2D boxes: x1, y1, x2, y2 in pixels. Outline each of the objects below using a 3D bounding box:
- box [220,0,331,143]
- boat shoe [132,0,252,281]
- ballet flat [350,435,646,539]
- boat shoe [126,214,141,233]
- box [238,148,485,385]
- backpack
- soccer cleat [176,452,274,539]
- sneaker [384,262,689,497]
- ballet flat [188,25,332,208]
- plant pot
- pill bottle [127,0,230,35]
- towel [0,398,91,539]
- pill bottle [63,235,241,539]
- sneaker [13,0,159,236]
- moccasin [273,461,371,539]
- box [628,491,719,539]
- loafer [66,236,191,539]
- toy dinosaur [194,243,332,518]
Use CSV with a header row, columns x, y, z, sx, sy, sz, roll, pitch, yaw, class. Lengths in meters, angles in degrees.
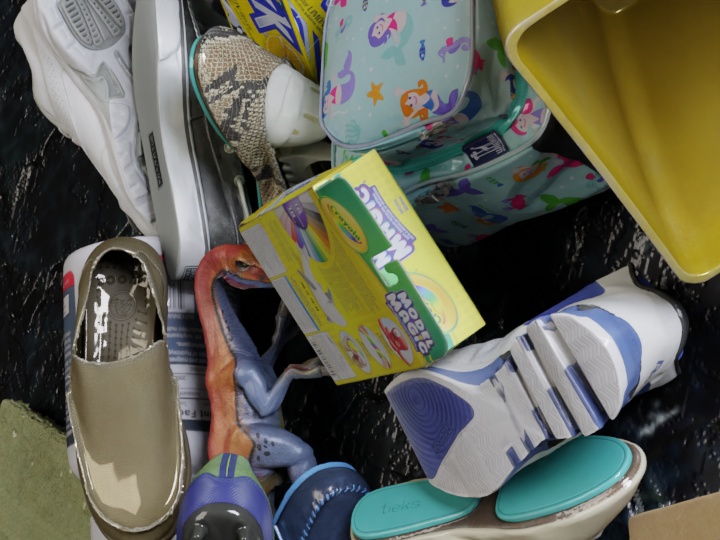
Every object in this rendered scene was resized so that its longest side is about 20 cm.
x,y,z,sx,sy,sz,roll,pitch,yaw,class
-0.043,-0.175,1.366,0.070,0.201,0.064,22,56,40,box
-0.105,-0.095,1.437,0.071,0.063,0.201,167,95,-70,boat shoe
0.086,0.139,1.259,0.199,0.069,0.070,-13,73,37,ballet flat
-0.148,-0.122,1.567,0.071,0.072,0.201,-9,78,43,boat shoe
0.000,0.000,1.254,0.118,0.048,0.200,58,165,-4,box
0.060,-0.111,1.277,0.200,0.150,0.179,-29,51,51,backpack
-0.081,0.199,1.341,0.084,0.064,0.201,-85,1,-55,soccer cleat
0.112,0.057,1.213,0.199,0.115,0.081,-28,86,53,sneaker
-0.041,-0.077,1.373,0.075,0.200,0.068,7,57,21,ballet flat
0.173,-0.154,1.095,0.199,0.200,0.177,-34,40,12,plant pot
-0.067,-0.223,1.464,0.200,0.111,0.112,-39,56,38,pill bottle
-0.226,0.186,1.629,0.200,0.036,0.149,23,100,49,towel
-0.136,0.087,1.480,0.119,0.119,0.201,-16,71,46,pill bottle
-0.168,-0.105,1.506,0.099,0.078,0.201,-23,93,56,sneaker
-0.018,0.211,1.352,0.068,0.080,0.201,-129,39,-51,moccasin
0.212,0.207,1.132,0.163,0.021,0.201,-23,66,44,box
-0.149,0.073,1.388,0.076,0.067,0.201,-10,76,3,loafer
-0.065,0.082,1.373,0.182,0.200,0.105,55,151,-16,toy dinosaur
